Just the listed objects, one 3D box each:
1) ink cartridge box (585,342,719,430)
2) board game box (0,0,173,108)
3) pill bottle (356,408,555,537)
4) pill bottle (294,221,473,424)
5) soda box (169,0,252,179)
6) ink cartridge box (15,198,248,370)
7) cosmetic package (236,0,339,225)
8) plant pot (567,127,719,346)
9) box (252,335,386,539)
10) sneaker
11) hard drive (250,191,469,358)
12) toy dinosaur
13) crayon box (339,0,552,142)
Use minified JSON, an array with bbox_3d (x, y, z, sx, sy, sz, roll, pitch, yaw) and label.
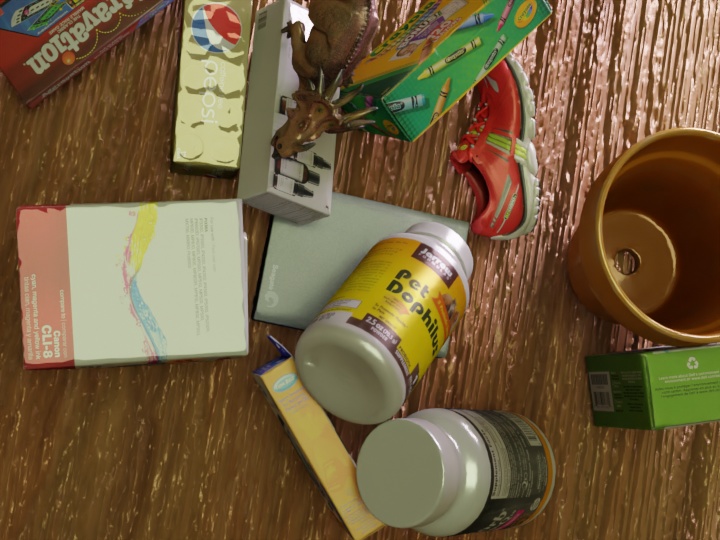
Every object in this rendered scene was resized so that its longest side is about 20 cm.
[{"bbox_3d":[0.347,0.109,1.276,0.198,0.148,0.076,-7,87,-13],"label":"ink cartridge box"},{"bbox_3d":[-0.265,-0.255,1.212,0.200,0.019,0.103,-37,83,1],"label":"board game box"},{"bbox_3d":[0.090,0.186,1.184,0.199,0.116,0.117,10,81,-54],"label":"pill bottle"},{"bbox_3d":[0.030,0.040,1.170,0.109,0.109,0.200,44,46,-5],"label":"pill bottle"},{"bbox_3d":[-0.145,-0.194,1.242,0.067,0.064,0.202,5,84,-11],"label":"soda box"},{"bbox_3d":[-0.207,0.015,1.169,0.198,0.145,0.146,-3,86,-12],"label":"ink cartridge box"},{"bbox_3d":[-0.064,-0.153,1.227,0.082,0.050,0.202,20,67,-42],"label":"cosmetic package"},{"bbox_3d":[0.292,-0.019,1.253,0.198,0.183,0.202,2,80,-11],"label":"plant pot"},{"bbox_3d":[-0.047,0.155,1.204,0.041,0.119,0.201,-32,92,-9],"label":"box"},{"bbox_3d":[0.131,-0.131,1.287,0.084,0.077,0.202,-6,86,-12],"label":"sneaker"},{"bbox_3d":[0.000,0.000,1.271,0.198,0.033,0.141,12,83,-10],"label":"hard drive"},{"bbox_3d":[-0.019,-0.201,1.144,0.085,0.136,0.201,9,120,-17],"label":"toy dinosaur"},{"bbox_3d":[0.079,-0.216,1.257,0.200,0.119,0.058,-44,116,-12],"label":"crayon box"}]
